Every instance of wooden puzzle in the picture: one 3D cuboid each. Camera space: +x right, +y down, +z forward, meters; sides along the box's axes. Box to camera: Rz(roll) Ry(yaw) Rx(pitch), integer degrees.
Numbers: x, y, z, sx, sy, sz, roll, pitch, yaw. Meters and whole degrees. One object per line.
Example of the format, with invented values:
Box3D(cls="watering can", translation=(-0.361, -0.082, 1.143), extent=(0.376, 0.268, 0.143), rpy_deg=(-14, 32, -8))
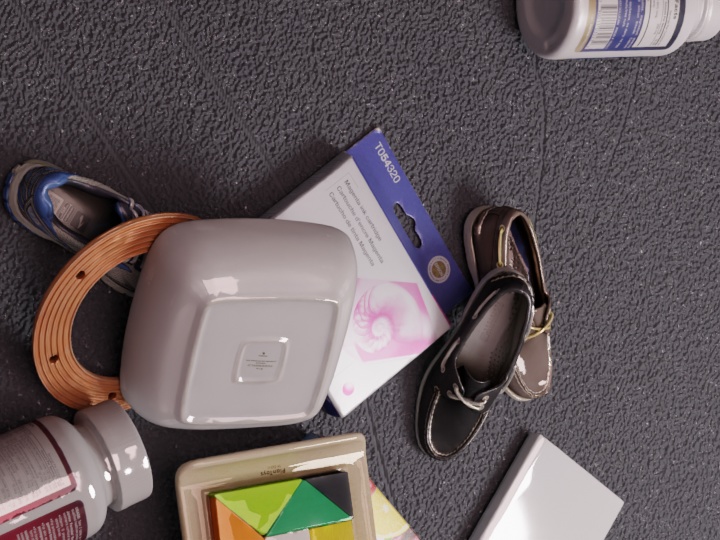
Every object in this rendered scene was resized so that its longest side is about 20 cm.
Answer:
Box3D(cls="wooden puzzle", translation=(-0.065, 0.255, 1.549), extent=(0.183, 0.037, 0.202), rpy_deg=(-7, 94, -26))

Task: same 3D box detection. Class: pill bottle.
Box3D(cls="pill bottle", translation=(0.263, -0.267, 1.738), extent=(0.198, 0.111, 0.112), rpy_deg=(-5, 95, -29))
Box3D(cls="pill bottle", translation=(-0.280, 0.188, 1.461), extent=(0.199, 0.109, 0.111), rpy_deg=(-23, 103, -26))

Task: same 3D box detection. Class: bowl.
Box3D(cls="bowl", translation=(-0.098, 0.058, 1.510), extent=(0.198, 0.075, 0.201), rpy_deg=(1, 122, -25))

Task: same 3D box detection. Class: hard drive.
Box3D(cls="hard drive", translation=(0.169, 0.283, 1.759), extent=(0.132, 0.027, 0.201), rpy_deg=(38, 75, -24))

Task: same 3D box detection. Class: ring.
Box3D(cls="ring", translation=(-0.194, 0.035, 1.508), extent=(0.199, 0.019, 0.202), rpy_deg=(-23, 135, -25))

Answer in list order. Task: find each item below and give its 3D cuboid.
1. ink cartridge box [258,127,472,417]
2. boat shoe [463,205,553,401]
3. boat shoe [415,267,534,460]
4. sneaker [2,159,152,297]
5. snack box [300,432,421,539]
Box3D(cls="ink cartridge box", translation=(0.000, 0.000, 1.646), extent=(0.200, 0.043, 0.197), rpy_deg=(-39, 109, -20))
Box3D(cls="boat shoe", translation=(0.155, 0.034, 1.719), extent=(0.071, 0.059, 0.202), rpy_deg=(-20, 102, -33))
Box3D(cls="boat shoe", translation=(0.110, 0.095, 1.669), extent=(0.073, 0.060, 0.201), rpy_deg=(26, 100, -10))
Box3D(cls="sneaker", translation=(-0.209, -0.028, 1.505), extent=(0.199, 0.085, 0.078), rpy_deg=(26, 80, -28))
Box3D(cls="snack box", translation=(-0.031, 0.282, 1.626), extent=(0.169, 0.068, 0.200), rpy_deg=(-45, 110, -19))
